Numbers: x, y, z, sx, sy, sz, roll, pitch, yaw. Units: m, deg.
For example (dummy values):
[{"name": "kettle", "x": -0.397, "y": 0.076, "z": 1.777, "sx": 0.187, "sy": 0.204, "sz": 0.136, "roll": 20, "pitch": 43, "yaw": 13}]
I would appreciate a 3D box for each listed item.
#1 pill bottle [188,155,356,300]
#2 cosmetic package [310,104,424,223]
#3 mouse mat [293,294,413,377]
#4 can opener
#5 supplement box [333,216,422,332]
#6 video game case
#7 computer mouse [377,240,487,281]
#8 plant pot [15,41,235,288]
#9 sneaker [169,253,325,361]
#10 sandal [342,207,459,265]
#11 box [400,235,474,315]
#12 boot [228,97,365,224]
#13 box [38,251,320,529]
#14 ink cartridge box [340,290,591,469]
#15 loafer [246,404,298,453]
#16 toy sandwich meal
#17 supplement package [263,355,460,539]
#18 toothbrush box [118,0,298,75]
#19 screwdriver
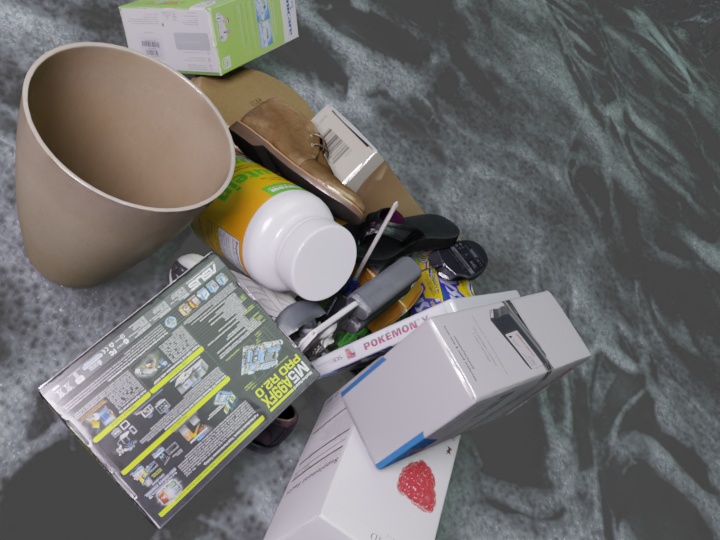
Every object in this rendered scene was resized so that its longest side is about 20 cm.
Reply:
[{"name": "pill bottle", "x": -0.097, "y": -0.045, "z": 0.807, "sx": 0.111, "sy": 0.112, "sz": 0.200, "roll": -5, "pitch": 26, "yaw": -42}, {"name": "cosmetic package", "x": 0.001, "y": -0.116, "z": 0.958, "sx": 0.105, "sy": 0.071, "sz": 0.200, "roll": 47, "pitch": 3, "yaw": 26}, {"name": "mouse mat", "x": 0.010, "y": 0.052, "z": 0.966, "sx": 0.161, "sy": 0.008, "sz": 0.200, "roll": 44, "pitch": 39, "yaw": -2}, {"name": "can opener", "x": -0.013, "y": 0.030, "z": 0.803, "sx": 0.067, "sy": 0.053, "sz": 0.200, "roll": 45, "pitch": 44, "yaw": 10}, {"name": "supplement box", "x": -0.016, "y": -0.018, "z": 0.945, "sx": 0.200, "sy": 0.067, "sz": 0.069, "roll": 48, "pitch": 36, "yaw": 1}, {"name": "video game case", "x": 0.066, "y": 0.068, "z": 0.821, "sx": 0.200, "sy": 0.182, "sz": 0.023, "roll": -3, "pitch": 69, "yaw": -60}, {"name": "computer mouse", "x": 0.089, "y": 0.004, "z": 0.944, "sx": 0.199, "sy": 0.034, "sz": 0.059, "roll": -16, "pitch": 62, "yaw": -37}, {"name": "plant pot", "x": -0.247, "y": -0.074, "z": 0.704, "sx": 0.187, "sy": 0.200, "sz": 0.188, "roll": 23, "pitch": 45, "yaw": -25}, {"name": "sneaker", "x": -0.121, "y": 0.043, "z": 0.821, "sx": 0.200, "sy": 0.075, "sz": 0.081, "roll": 38, "pitch": 32, "yaw": -21}, {"name": "sandal", "x": 0.045, "y": -0.053, "z": 0.918, "sx": 0.200, "sy": 0.048, "sz": 0.075, "roll": -14, "pitch": 43, "yaw": -40}, {"name": "box", "x": 0.109, "y": 0.038, "z": 1.001, "sx": 0.064, "sy": 0.070, "sz": 0.201, "roll": 16, "pitch": 46, "yaw": -28}, {"name": "boot", "x": -0.059, "y": -0.129, "z": 0.838, "sx": 0.200, "sy": 0.074, "sz": 0.075, "roll": 40, "pitch": 76, "yaw": 21}, {"name": "box", "x": -0.161, "y": 0.105, "z": 0.684, "sx": 0.200, "sy": 0.044, "sz": 0.160, "roll": -42, "pitch": 92, "yaw": -25}, {"name": "ink cartridge box", "x": 0.104, "y": 0.100, "z": 0.713, "sx": 0.199, "sy": 0.145, "sz": 0.084, "roll": -8, "pitch": 61, "yaw": -46}, {"name": "loafer", "x": -0.148, "y": 0.105, "z": 0.744, "sx": 0.200, "sy": 0.063, "sz": 0.072, "roll": 37, "pitch": 42, "yaw": -10}, {"name": "toy sandwich meal", "x": -0.141, "y": -0.184, "z": 0.968, "sx": 0.204, "sy": 0.070, "sz": 0.206, "roll": 19, "pitch": 40, "yaw": -17}, {"name": "supplement package", "x": 0.008, "y": 0.212, "z": 0.744, "sx": 0.121, "sy": 0.120, "sz": 0.200, "roll": 37, "pitch": 41, "yaw": -11}, {"name": "toothbrush box", "x": -0.196, "y": -0.332, "z": 0.995, "sx": 0.145, "sy": 0.086, "sz": 0.200, "roll": 9, "pitch": 35, "yaw": 23}, {"name": "screwdriver", "x": 0.000, "y": 0.000, "z": 0.843, "sx": 0.028, "sy": 0.200, "sz": 0.029, "roll": 17, "pitch": 43, "yaw": -16}]
